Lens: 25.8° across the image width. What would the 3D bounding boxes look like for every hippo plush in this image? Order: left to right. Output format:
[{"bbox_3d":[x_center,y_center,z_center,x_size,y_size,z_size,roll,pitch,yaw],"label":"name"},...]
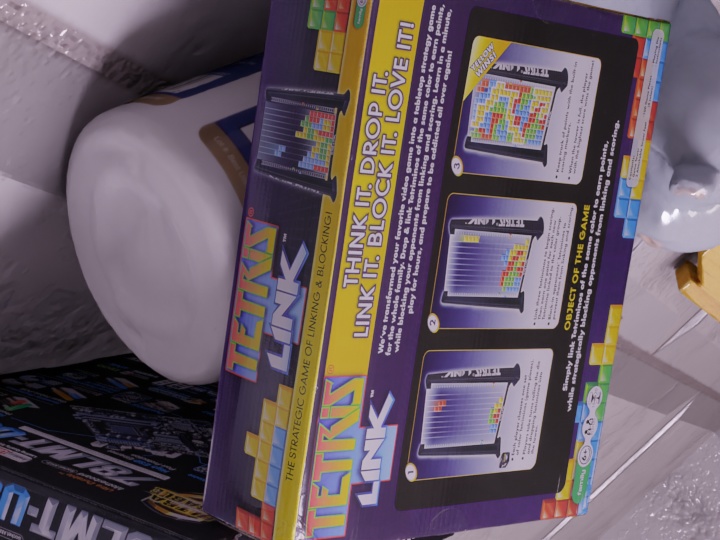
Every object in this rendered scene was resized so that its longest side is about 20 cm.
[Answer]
[{"bbox_3d":[0.161,-0.105,0.767,0.158,0.161,0.201,-31,159,-26],"label":"hippo plush"}]

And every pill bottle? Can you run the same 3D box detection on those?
[{"bbox_3d":[-0.012,-0.040,0.650,0.199,0.111,0.111,-26,156,-37],"label":"pill bottle"}]

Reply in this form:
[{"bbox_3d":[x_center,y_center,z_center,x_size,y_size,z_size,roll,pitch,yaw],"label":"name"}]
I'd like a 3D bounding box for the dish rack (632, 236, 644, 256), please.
[{"bbox_3d":[0.103,0.014,1.044,0.200,0.044,0.171,-46,161,12],"label":"dish rack"}]

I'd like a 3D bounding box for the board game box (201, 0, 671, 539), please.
[{"bbox_3d":[0.032,-0.005,0.584,0.164,0.056,0.203,3,99,-43],"label":"board game box"}]

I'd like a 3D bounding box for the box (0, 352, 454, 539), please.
[{"bbox_3d":[-0.086,0.087,0.672,0.198,0.198,0.050,-10,110,-58],"label":"box"}]

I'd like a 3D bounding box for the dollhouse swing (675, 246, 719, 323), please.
[{"bbox_3d":[0.402,-0.057,1.526,0.181,0.177,0.200,33,111,-27],"label":"dollhouse swing"}]
